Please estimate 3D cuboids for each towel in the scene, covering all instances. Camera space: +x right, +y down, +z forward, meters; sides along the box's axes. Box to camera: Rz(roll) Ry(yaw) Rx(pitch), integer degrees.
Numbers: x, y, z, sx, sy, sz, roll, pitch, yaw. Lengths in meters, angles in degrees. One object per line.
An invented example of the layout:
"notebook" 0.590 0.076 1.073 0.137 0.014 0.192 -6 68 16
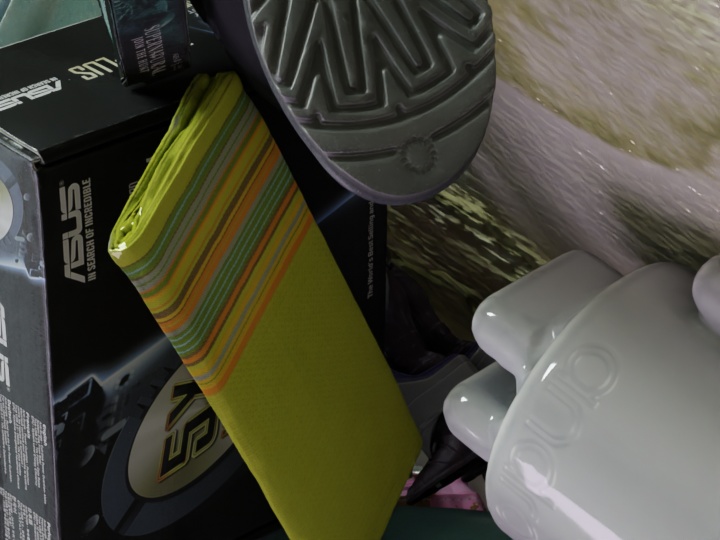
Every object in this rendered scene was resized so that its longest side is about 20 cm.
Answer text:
"towel" -0.031 0.029 0.873 0.018 0.086 0.201 4 139 32

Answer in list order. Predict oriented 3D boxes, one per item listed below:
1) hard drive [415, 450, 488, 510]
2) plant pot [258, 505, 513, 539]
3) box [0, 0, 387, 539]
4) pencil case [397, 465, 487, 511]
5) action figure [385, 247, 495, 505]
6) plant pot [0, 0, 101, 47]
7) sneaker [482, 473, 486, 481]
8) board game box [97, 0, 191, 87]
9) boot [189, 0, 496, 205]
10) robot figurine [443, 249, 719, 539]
"hard drive" 0.036 0.087 1.243 0.132 0.026 0.201 56 -169 -56
"plant pot" 0.056 0.187 0.953 0.160 0.202 0.201 -9 136 38
"box" -0.076 0.008 0.922 0.086 0.163 0.202 29 129 41
"pencil case" -0.026 0.130 1.058 0.199 0.082 0.087 1 -112 -48
"action figure" 0.000 0.000 1.056 0.201 0.069 0.130 56 -168 12
"plant pot" -0.134 -0.055 1.106 0.134 0.201 0.200 28 175 -18
"sneaker" 0.068 0.134 1.365 0.199 0.076 0.078 29 178 0
"board game box" -0.086 -0.145 0.757 0.200 0.028 0.136 109 142 -81
"boot" -0.017 -0.079 0.753 0.200 0.065 0.166 113 136 -77
"robot figurine" 0.122 0.076 0.823 0.200 0.113 0.171 36 134 26
